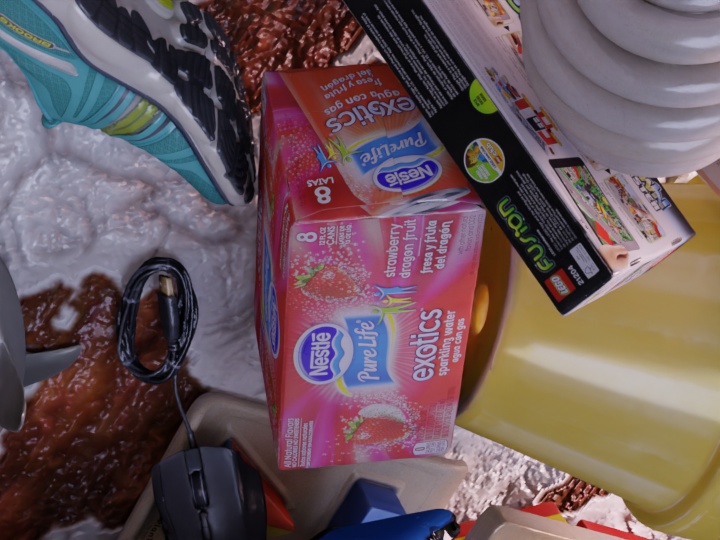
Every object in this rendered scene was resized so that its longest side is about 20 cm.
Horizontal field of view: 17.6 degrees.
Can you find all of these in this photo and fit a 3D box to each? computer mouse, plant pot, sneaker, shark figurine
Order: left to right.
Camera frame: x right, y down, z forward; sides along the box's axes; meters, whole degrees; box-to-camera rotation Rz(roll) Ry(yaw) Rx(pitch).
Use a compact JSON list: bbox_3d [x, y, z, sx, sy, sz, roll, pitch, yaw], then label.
[{"bbox_3d":[-0.189,0.034,1.127,0.127,0.090,0.216,-16,130,-18],"label":"shark figurine"},{"bbox_3d":[-0.114,-0.094,1.097,0.079,0.078,0.200,-19,141,25],"label":"sneaker"},{"bbox_3d":[-0.089,0.088,1.222,0.058,0.034,0.201,-12,114,3],"label":"computer mouse"},{"bbox_3d":[0.144,0.035,1.242,0.188,0.201,0.202,12,118,-15],"label":"plant pot"}]

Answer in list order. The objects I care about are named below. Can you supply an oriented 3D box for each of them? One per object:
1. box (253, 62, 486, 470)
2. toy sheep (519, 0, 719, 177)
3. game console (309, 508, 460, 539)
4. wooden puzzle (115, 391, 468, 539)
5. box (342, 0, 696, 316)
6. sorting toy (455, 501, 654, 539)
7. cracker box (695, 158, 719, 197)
[{"bbox_3d":[0.000,0.000,1.150,0.095,0.100,0.201,-5,142,-9],"label":"box"},{"bbox_3d":[0.131,-0.116,1.014,0.137,0.138,0.200,-23,153,-11],"label":"toy sheep"},{"bbox_3d":[-0.037,0.228,1.216,0.200,0.170,0.119,-34,100,-38],"label":"game console"},{"bbox_3d":[-0.050,0.170,1.322,0.199,0.046,0.186,16,114,-35],"label":"wooden puzzle"},{"bbox_3d":[0.070,-0.079,1.088,0.035,0.201,0.110,-38,171,28],"label":"box"},{"bbox_3d":[0.092,0.228,1.421,0.198,0.070,0.201,18,113,-35],"label":"sorting toy"},{"bbox_3d":[0.198,-0.096,1.156,0.133,0.200,0.058,5,121,-32],"label":"cracker box"}]
